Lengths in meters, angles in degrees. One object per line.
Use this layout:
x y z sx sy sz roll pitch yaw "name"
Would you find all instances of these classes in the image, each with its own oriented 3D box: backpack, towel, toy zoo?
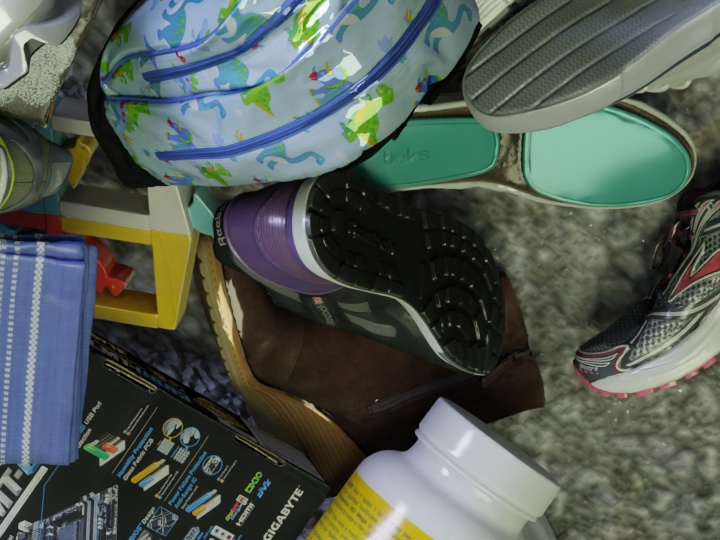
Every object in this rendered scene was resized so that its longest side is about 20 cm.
-0.034 -0.113 1.324 0.163 0.200 0.154 -44 127 -19 "backpack"
-0.235 0.034 1.385 0.199 0.024 0.145 5 126 -5 "towel"
-0.164 -0.035 1.473 0.199 0.020 0.131 9 127 13 "toy zoo"

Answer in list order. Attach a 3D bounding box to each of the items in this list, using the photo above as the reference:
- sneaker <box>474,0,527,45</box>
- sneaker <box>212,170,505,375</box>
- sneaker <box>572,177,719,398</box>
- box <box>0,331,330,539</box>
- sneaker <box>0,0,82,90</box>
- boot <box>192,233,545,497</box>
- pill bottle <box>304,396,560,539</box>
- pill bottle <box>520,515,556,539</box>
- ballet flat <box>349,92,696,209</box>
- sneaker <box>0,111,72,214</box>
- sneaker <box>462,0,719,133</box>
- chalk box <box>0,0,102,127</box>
0.050 -0.166 1.406 0.090 0.078 0.200 48 119 -2 "sneaker"
0.000 0.000 1.477 0.087 0.076 0.200 -5 154 36 "sneaker"
0.194 -0.007 1.522 0.200 0.081 0.075 -42 103 15 "sneaker"
-0.150 0.147 1.498 0.198 0.050 0.200 31 96 -27 "box"
-0.233 -0.095 1.286 0.200 0.074 0.089 -38 119 12 "sneaker"
0.004 0.030 1.553 0.166 0.072 0.200 -24 123 -1 "boot"
0.020 0.175 1.526 0.112 0.112 0.200 35 93 -25 "pill bottle"
0.022 0.210 1.638 0.200 0.114 0.114 -22 124 12 "pill bottle"
0.078 -0.073 1.471 0.199 0.070 0.070 1 126 -9 "ballet flat"
-0.228 -0.070 1.401 0.081 0.200 0.074 -1 114 -48 "sneaker"
0.151 -0.117 1.422 0.200 0.073 0.071 -25 145 3 "sneaker"
-0.222 -0.179 1.343 0.200 0.124 0.125 20 123 -15 "chalk box"
